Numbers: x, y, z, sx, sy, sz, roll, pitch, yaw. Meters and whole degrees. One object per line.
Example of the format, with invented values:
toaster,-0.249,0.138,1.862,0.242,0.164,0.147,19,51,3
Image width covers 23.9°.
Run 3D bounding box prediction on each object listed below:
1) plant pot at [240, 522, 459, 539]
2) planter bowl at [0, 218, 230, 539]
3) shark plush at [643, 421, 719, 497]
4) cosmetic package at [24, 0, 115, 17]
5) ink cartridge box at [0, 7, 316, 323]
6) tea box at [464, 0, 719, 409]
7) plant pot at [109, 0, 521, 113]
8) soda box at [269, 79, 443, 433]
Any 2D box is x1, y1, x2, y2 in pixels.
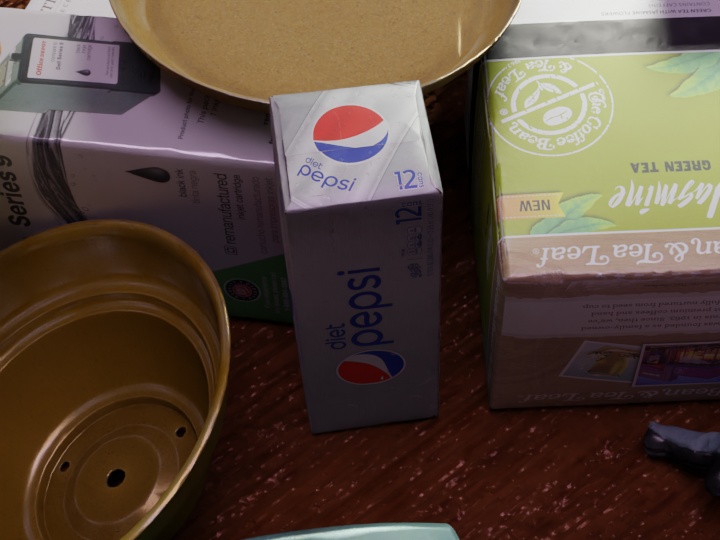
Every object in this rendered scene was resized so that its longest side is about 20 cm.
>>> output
plant pot,-0.035,0.195,0.702,0.200,0.141,0.141,-19,58,-16
planter bowl,-0.131,0.081,0.791,0.200,0.083,0.201,-14,51,18
shark plush,0.237,0.100,0.804,0.200,0.083,0.091,-10,98,25
cosmetic package,-0.079,-0.117,0.941,0.200,0.071,0.102,16,59,12
ink cartridge box,-0.122,-0.052,0.856,0.200,0.146,0.084,6,58,6
tea box,0.158,-0.047,0.852,0.200,0.134,0.197,-3,59,-1
plant pot,-0.021,-0.139,0.812,0.200,0.028,0.200,0,50,-1
soda box,0.000,0.000,0.786,0.068,0.200,0.064,-8,58,-2
